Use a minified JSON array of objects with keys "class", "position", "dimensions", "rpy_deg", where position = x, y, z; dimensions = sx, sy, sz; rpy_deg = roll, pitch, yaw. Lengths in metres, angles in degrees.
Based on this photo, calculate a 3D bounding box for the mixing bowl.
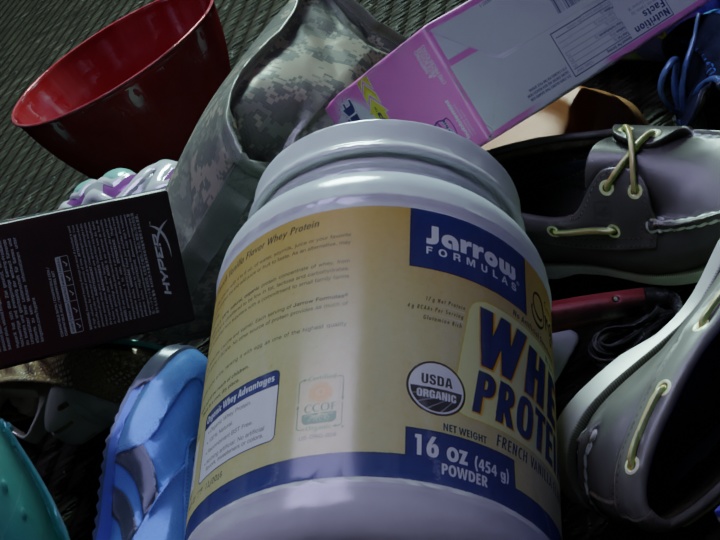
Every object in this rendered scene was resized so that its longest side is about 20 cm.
[{"class":"mixing bowl","position":[-0.184,-0.140,1.225],"dimensions":[0.199,0.109,0.200],"rpy_deg":[-26,26,13]}]

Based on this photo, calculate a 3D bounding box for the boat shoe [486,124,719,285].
[{"class":"boat shoe","position":[0.124,-0.036,0.694],"dimensions":[0.201,0.061,0.072],"rpy_deg":[-7,51,49]}]

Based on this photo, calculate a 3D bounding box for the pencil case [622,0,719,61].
[{"class":"pencil case","position":[0.190,-0.169,0.896],"dimensions":[0.200,0.087,0.078],"rpy_deg":[16,85,58]}]

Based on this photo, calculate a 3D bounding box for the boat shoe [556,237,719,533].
[{"class":"boat shoe","position":[0.165,0.028,0.591],"dimensions":[0.202,0.072,0.060],"rpy_deg":[-45,24,-10]}]

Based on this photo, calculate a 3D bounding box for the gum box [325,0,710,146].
[{"class":"gum box","position":[0.093,-0.123,0.788],"dimensions":[0.200,0.066,0.113],"rpy_deg":[-33,2,-30]}]

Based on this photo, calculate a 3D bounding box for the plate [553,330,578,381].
[{"class":"plate","position":[-0.014,0.091,0.720],"dimensions":[0.199,0.032,0.200],"rpy_deg":[-6,36,42]}]

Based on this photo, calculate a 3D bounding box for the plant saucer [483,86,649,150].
[{"class":"plant saucer","position":[0.078,-0.054,0.870],"dimensions":[0.199,0.038,0.200],"rpy_deg":[-26,26,14]}]

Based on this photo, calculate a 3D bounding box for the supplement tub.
[{"class":"supplement tub","position":[0.008,0.052,0.584],"dimensions":[0.144,0.144,0.201],"rpy_deg":[-19,47,25]}]

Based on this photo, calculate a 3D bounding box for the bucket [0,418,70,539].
[{"class":"bucket","position":[-0.225,0.172,0.689],"dimensions":[0.206,0.135,0.208],"rpy_deg":[-26,26,14]}]

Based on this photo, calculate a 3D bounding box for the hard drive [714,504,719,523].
[{"class":"hard drive","position":[0.242,0.042,0.533],"dimensions":[0.200,0.025,0.132],"rpy_deg":[-43,28,-22]}]

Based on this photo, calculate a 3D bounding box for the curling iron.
[{"class":"curling iron","position":[0.059,0.032,0.685],"dimensions":[0.199,0.026,0.050],"rpy_deg":[-4,32,11]}]

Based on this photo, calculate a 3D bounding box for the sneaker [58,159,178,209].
[{"class":"sneaker","position":[-0.156,-0.019,1.017],"dimensions":[0.199,0.078,0.140],"rpy_deg":[-22,27,20]}]

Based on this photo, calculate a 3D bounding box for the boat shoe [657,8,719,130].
[{"class":"boat shoe","position":[0.192,-0.083,0.744],"dimensions":[0.068,0.084,0.200],"rpy_deg":[-28,24,2]}]

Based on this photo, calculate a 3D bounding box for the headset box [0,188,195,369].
[{"class":"headset box","position":[-0.211,0.017,0.774],"dimensions":[0.199,0.076,0.148],"rpy_deg":[-14,2,-29]}]

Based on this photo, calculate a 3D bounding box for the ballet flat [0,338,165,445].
[{"class":"ballet flat","position":[-0.188,0.080,0.915],"dimensions":[0.199,0.070,0.066],"rpy_deg":[-5,63,47]}]

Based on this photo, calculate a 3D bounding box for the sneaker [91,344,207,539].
[{"class":"sneaker","position":[-0.084,0.129,0.655],"dimensions":[0.078,0.066,0.201],"rpy_deg":[1,60,23]}]

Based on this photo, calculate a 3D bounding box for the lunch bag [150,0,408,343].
[{"class":"lunch bag","position":[-0.054,-0.056,0.876],"dimensions":[0.164,0.117,0.200],"rpy_deg":[-51,7,42]}]
